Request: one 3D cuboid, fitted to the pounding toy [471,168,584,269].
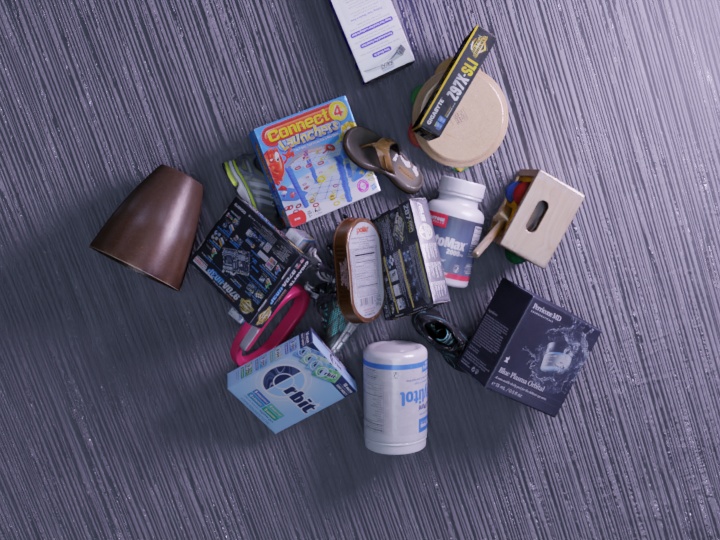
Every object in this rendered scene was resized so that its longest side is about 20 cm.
[{"bbox_3d":[0.305,-0.092,1.522,0.141,0.184,0.202,28,95,-5],"label":"pounding toy"}]

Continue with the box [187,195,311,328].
[{"bbox_3d":[-0.207,-0.018,1.461,0.200,0.046,0.160,40,95,29],"label":"box"}]

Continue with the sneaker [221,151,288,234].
[{"bbox_3d":[-0.188,-0.144,1.554,0.081,0.074,0.201,-34,99,-1],"label":"sneaker"}]

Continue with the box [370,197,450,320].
[{"bbox_3d":[0.084,-0.019,1.516,0.049,0.161,0.203,-7,79,-34],"label":"box"}]

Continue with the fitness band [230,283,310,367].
[{"bbox_3d":[-0.176,0.109,1.552,0.037,0.143,0.201,40,96,20],"label":"fitness band"}]

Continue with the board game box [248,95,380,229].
[{"bbox_3d":[-0.087,-0.209,1.530,0.198,0.056,0.198,-24,98,-16],"label":"board game box"}]

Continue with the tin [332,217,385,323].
[{"bbox_3d":[0.000,0.000,1.502,0.041,0.111,0.203,-2,96,35],"label":"tin"}]

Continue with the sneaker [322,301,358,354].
[{"bbox_3d":[-0.045,0.092,1.595,0.091,0.078,0.201,36,87,3],"label":"sneaker"}]

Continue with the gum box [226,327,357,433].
[{"bbox_3d":[-0.133,0.221,1.558,0.199,0.045,0.170,-29,127,12],"label":"gum box"}]

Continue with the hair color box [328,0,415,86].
[{"bbox_3d":[0.017,-0.472,1.524,0.108,0.065,0.202,-23,96,0],"label":"hair color box"}]

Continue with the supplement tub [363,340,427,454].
[{"bbox_3d":[0.069,0.250,1.583,0.130,0.132,0.203,-2,98,-2],"label":"supplement tub"}]

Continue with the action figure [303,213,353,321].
[{"bbox_3d":[-0.067,-0.008,1.537,0.101,0.119,0.202,29,72,-12],"label":"action figure"}]

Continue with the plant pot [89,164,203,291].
[{"bbox_3d":[-0.385,-0.092,1.512,0.185,0.187,0.202,26,81,-5],"label":"plant pot"}]

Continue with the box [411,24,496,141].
[{"bbox_3d":[0.168,-0.337,1.450,0.049,0.160,0.201,30,96,-6],"label":"box"}]

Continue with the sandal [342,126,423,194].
[{"bbox_3d":[0.053,-0.216,1.526,0.199,0.054,0.082,33,61,-25],"label":"sandal"}]

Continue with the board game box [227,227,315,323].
[{"bbox_3d":[-0.170,0.010,1.539,0.034,0.134,0.201,37,94,5],"label":"board game box"}]

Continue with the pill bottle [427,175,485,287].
[{"bbox_3d":[0.176,-0.077,1.552,0.118,0.120,0.203,13,96,-4],"label":"pill bottle"}]

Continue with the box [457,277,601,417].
[{"bbox_3d":[0.331,0.153,1.560,0.195,0.117,0.202,24,96,-27],"label":"box"}]

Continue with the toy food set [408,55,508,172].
[{"bbox_3d":[0.191,-0.302,1.560,0.200,0.049,0.198,44,94,-7],"label":"toy food set"}]

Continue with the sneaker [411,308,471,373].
[{"bbox_3d":[0.185,0.153,1.602,0.199,0.079,0.076,36,94,-8],"label":"sneaker"}]
